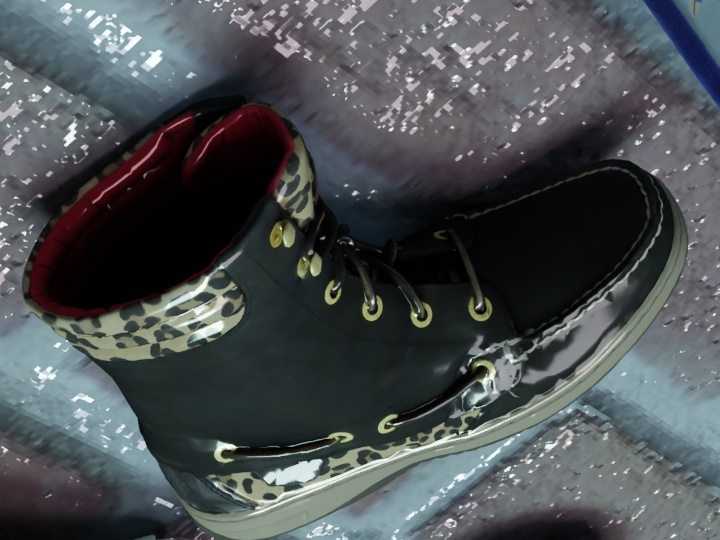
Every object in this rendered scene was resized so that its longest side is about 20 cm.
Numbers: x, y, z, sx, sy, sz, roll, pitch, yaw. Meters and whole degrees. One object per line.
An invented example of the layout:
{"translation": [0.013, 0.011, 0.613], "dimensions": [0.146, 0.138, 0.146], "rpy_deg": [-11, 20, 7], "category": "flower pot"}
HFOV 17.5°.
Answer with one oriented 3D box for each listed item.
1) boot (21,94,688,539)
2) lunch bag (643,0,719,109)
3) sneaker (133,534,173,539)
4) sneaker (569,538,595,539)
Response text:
{"translation": [0.000, 0.000, 0.752], "dimensions": [0.199, 0.074, 0.151], "rpy_deg": [-28, 142, 8], "category": "boot"}
{"translation": [0.173, -0.097, 0.641], "dimensions": [0.123, 0.201, 0.171], "rpy_deg": [2, 134, -32], "category": "lunch bag"}
{"translation": [-0.100, 0.129, 0.838], "dimensions": [0.081, 0.077, 0.200], "rpy_deg": [-45, 145, 8], "category": "sneaker"}
{"translation": [0.027, 0.177, 0.968], "dimensions": [0.200, 0.082, 0.074], "rpy_deg": [-38, 116, -15], "category": "sneaker"}
